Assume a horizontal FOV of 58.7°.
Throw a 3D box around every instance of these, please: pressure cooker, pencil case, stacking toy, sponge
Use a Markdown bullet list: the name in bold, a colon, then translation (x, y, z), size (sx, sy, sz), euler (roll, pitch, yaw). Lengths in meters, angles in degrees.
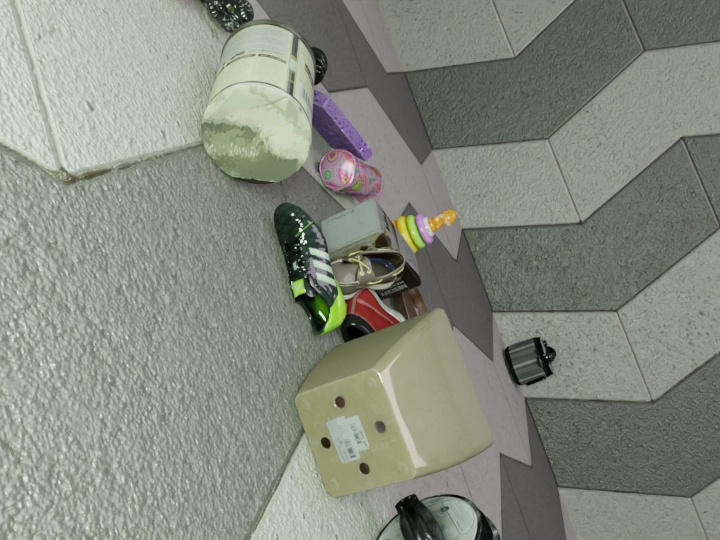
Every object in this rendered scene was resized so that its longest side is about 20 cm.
- **pressure cooker**: translation (0.729, 0.377, 2.706), size (0.179, 0.198, 0.177), euler (53, 22, -41)
- **pencil case**: translation (-0.017, -0.193, 1.326), size (0.089, 0.086, 0.200), euler (70, 18, 8)
- **stacking toy**: translation (0.119, -0.085, 1.407), size (0.110, 0.198, 0.117), euler (49, 24, -45)
- **pressure cooker**: translation (0.108, 0.399, 0.837), size (0.178, 0.174, 0.202), euler (-41, 109, -47)
- **sponge**: translation (-0.059, -0.296, 1.295), size (0.111, 0.030, 0.200), euler (29, -8, 34)

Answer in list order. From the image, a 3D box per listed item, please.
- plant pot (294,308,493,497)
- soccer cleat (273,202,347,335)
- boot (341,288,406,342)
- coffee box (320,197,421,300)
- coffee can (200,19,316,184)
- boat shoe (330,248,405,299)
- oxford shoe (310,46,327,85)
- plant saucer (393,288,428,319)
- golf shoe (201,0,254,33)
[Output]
- **plant pot**: translation (0.030, 0.188, 0.845), size (0.176, 0.198, 0.202), euler (-14, 83, -62)
- **soccer cleat**: translation (-0.079, -0.002, 0.938), size (0.081, 0.067, 0.202), euler (-39, 107, -59)
- **boot**: translation (0.031, 0.122, 1.116), size (0.200, 0.072, 0.145), euler (47, 26, -32)
- **coffee box**: translation (0.024, -0.031, 1.198), size (0.200, 0.112, 0.081), euler (47, 27, -49)
- **coffee can**: translation (-0.137, -0.240, 0.897), size (0.147, 0.145, 0.202), euler (54, 22, -37)
- **boat shoe**: translation (0.000, 0.000, 1.066), size (0.199, 0.060, 0.072), euler (-6, 56, -48)
- **oxford shoe**: translation (-0.129, -0.402, 1.211), size (0.084, 0.073, 0.199), euler (31, 17, 21)
- **plant saucer**: translation (0.123, 0.109, 1.469), size (0.201, 0.034, 0.202), euler (56, 22, -36)
- **golf shoe**: translation (-0.244, -0.468, 0.997), size (0.201, 0.077, 0.095), euler (60, 1, -32)
